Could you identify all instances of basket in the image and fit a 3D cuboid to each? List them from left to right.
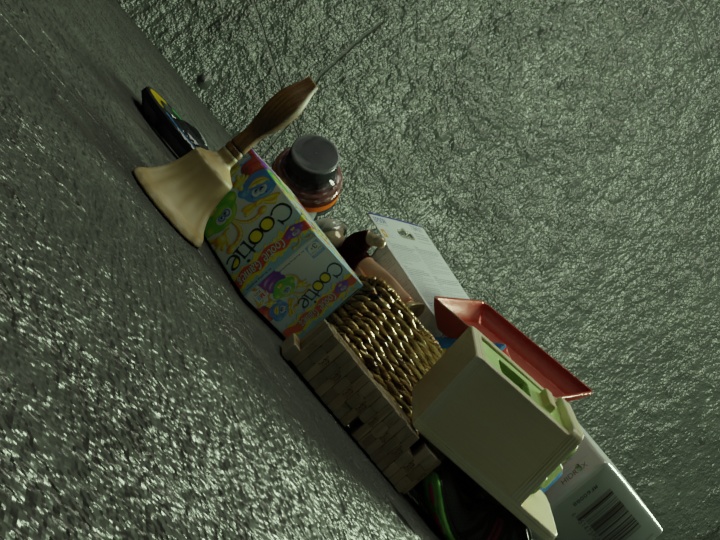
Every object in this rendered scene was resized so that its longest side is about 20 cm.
[{"bbox_3d":[-0.006,0.116,1.488,0.142,0.150,0.200,6,-32,42],"label":"basket"}]

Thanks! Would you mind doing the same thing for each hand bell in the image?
[{"bbox_3d":[-0.123,-0.126,1.328,0.104,0.200,0.104,51,2,-2],"label":"hand bell"}]

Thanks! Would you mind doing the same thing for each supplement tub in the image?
[{"bbox_3d":[-0.088,-0.106,1.868,0.107,0.107,0.200,51,-33,18],"label":"supplement tub"}]

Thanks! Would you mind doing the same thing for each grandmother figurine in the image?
[{"bbox_3d":[0.000,0.000,1.685,0.060,0.122,0.200,-4,41,-50],"label":"grandmother figurine"}]

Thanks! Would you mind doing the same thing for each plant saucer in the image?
[{"bbox_3d":[0.191,0.110,1.670,0.200,0.037,0.199,41,13,20],"label":"plant saucer"}]

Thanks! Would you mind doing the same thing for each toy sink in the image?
[{"bbox_3d":[0.163,0.171,1.394,0.200,0.112,0.130,42,10,-5],"label":"toy sink"}]

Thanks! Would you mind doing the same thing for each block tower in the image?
[{"bbox_3d":[0.002,0.138,1.340,0.200,0.058,0.054,49,2,-9],"label":"block tower"}]

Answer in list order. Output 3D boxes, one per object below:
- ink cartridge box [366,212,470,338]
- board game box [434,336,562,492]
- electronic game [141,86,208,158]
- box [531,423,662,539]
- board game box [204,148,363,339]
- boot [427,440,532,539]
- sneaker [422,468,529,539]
[{"bbox_3d":[0.087,0.020,1.781,0.201,0.043,0.196,56,18,18],"label":"ink cartridge box"},{"bbox_3d":[0.133,0.181,1.632,0.199,0.056,0.197,2,-57,53],"label":"board game box"},{"bbox_3d":[-0.250,-0.188,1.895,0.200,0.042,0.200,50,2,-2],"label":"electronic game"},{"bbox_3d":[0.264,0.320,1.790,0.199,0.200,0.172,48,5,-38],"label":"box"},{"bbox_3d":[-0.100,-0.031,1.448,0.103,0.105,0.200,47,3,-43],"label":"board game box"},{"bbox_3d":[0.120,0.264,1.547,0.201,0.069,0.174,63,-12,-12],"label":"boot"},{"bbox_3d":[0.136,0.275,1.401,0.200,0.084,0.077,50,1,-25],"label":"sneaker"}]
